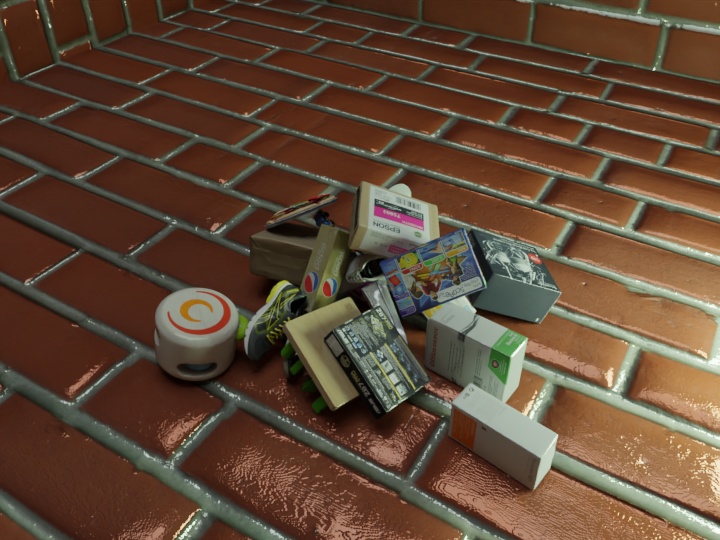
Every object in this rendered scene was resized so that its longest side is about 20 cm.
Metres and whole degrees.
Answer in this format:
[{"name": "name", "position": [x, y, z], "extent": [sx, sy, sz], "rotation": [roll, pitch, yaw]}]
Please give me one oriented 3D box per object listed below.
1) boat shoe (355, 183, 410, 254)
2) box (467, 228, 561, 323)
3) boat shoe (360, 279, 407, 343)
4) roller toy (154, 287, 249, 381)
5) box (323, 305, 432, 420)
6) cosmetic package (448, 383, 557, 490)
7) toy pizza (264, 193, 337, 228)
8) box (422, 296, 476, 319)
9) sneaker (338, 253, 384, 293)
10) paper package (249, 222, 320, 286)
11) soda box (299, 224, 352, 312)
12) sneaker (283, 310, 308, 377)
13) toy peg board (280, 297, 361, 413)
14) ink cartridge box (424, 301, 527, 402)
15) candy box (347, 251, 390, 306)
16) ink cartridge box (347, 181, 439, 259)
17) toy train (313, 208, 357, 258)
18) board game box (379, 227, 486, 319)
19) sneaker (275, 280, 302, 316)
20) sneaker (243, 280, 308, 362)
[{"name": "boat shoe", "position": [0.047, -0.128, 1.671], "extent": [0.201, 0.071, 0.064], "rotation": [-53, 19, -9]}, {"name": "box", "position": [0.352, 0.013, 1.657], "extent": [0.197, 0.105, 0.183], "rotation": [14, 35, -21]}, {"name": "boat shoe", "position": [0.056, 0.122, 1.563], "extent": [0.064, 0.074, 0.202], "rotation": [-19, 67, -6]}, {"name": "roller toy", "position": [-0.364, 0.142, 1.511], "extent": [0.198, 0.141, 0.182], "rotation": [29, 40, 19]}, {"name": "box", "position": [0.038, 0.186, 1.429], "extent": [0.160, 0.049, 0.201], "rotation": [-25, 75, -44]}, {"name": "cosmetic package", "position": [0.270, 0.318, 1.322], "extent": [0.199, 0.103, 0.071], "rotation": [27, 46, 32]}, {"name": "toy pizza", "position": [-0.152, -0.155, 1.726], "extent": [0.198, 0.032, 0.200], "rotation": [-21, 7, 3]}, {"name": "box", "position": [0.181, 0.036, 1.647], "extent": [0.101, 0.113, 0.201], "rotation": [-35, 38, 12]}, {"name": "sneaker", "position": [0.000, 0.000, 1.588], "extent": [0.198, 0.074, 0.071], "rotation": [-28, 9, 19]}, {"name": "paper package", "position": [-0.159, -0.043, 1.727], "extent": [0.188, 0.105, 0.200], "rotation": [13, 18, 15]}, {"name": "soda box", "position": [-0.081, 0.001, 1.581], "extent": [0.064, 0.203, 0.067], "rotation": [17, 2, -44]}, {"name": "sneaker", "position": [-0.102, 0.166, 1.536], "extent": [0.105, 0.076, 0.201], "rotation": [9, 38, 10]}, {"name": "toy peg board", "position": [-0.059, 0.188, 1.460], "extent": [0.198, 0.098, 0.201], "rotation": [-20, 71, -45]}, {"name": "ink cartridge box", "position": [0.242, 0.176, 1.466], "extent": [0.198, 0.148, 0.084], "rotation": [26, 43, 29]}, {"name": "candy box", "position": [0.046, -0.018, 1.682], "extent": [0.201, 0.061, 0.136], "rotation": [-53, 39, -9]}, {"name": "ink cartridge box", "position": [0.077, -0.102, 1.558], "extent": [0.197, 0.076, 0.166], "rotation": [16, 41, -12]}, {"name": "toy train", "position": [-0.060, -0.073, 1.676], "extent": [0.045, 0.034, 0.201], "rotation": [-6, 54, -49]}, {"name": "board game box", "position": [0.157, 0.008, 1.484], "extent": [0.198, 0.137, 0.034], "rotation": [-21, 11, 14]}, {"name": "sneaker", "position": [-0.173, 0.063, 1.665], "extent": [0.077, 0.078, 0.201], "rotation": [-8, 37, -7]}, {"name": "sneaker", "position": [-0.186, 0.113, 1.514], "extent": [0.084, 0.075, 0.202], "rotation": [13, 66, 30]}]
